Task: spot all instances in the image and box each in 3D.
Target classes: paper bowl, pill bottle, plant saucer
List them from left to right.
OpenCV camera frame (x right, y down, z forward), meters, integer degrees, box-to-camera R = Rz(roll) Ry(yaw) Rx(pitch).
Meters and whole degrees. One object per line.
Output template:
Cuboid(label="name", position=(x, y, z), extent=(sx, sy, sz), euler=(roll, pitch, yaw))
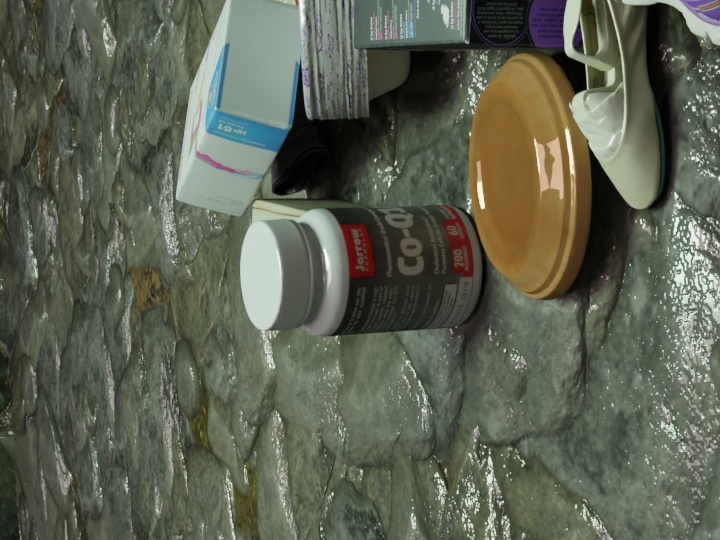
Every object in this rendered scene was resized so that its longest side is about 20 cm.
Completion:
Cuboid(label="paper bowl", position=(-0.006, -0.244, 1.388), extent=(0.201, 0.103, 0.204), euler=(-1, -90, -89))
Cuboid(label="pill bottle", position=(0.000, 0.000, 1.335), extent=(0.114, 0.197, 0.116), euler=(11, 103, 63))
Cuboid(label="plant saucer", position=(0.131, -0.076, 1.203), extent=(0.200, 0.037, 0.203), euler=(176, 90, -75))

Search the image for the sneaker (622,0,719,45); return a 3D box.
Cuboid(label="sneaker", position=(0.205, -0.227, 1.002), extent=(0.081, 0.083, 0.200), euler=(-47, 40, -3))

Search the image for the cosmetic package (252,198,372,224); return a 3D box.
Cuboid(label="cosmetic package", position=(-0.030, -0.030, 1.507), extent=(0.199, 0.102, 0.074), euler=(14, 104, 62))

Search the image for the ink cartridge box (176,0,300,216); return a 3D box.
Cuboid(label="ink cartridge box", position=(-0.127, -0.168, 1.532), extent=(0.200, 0.083, 0.146), euler=(125, 153, -60))

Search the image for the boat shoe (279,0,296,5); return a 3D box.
Cuboid(label="boat shoe", position=(-0.090, -0.291, 1.596), extent=(0.200, 0.064, 0.073), euler=(-44, 37, 32))

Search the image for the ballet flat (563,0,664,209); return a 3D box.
Cuboid(label="ballet flat", position=(0.182, -0.146, 1.097), extent=(0.069, 0.069, 0.203), euler=(-10, 83, 64))

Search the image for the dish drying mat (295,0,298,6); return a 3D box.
Cuboid(label="dish drying mat", position=(-0.039, -0.343, 1.536), extent=(0.018, 0.076, 0.203), euler=(68, -168, -77))

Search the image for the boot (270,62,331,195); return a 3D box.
Cuboid(label="boot", position=(-0.101, -0.144, 1.679), extent=(0.200, 0.069, 0.134), euler=(141, 124, -61))

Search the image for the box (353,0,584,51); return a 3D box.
Cuboid(label="box", position=(0.088, -0.236, 1.219), extent=(0.199, 0.121, 0.108), euler=(13, 105, 62))
